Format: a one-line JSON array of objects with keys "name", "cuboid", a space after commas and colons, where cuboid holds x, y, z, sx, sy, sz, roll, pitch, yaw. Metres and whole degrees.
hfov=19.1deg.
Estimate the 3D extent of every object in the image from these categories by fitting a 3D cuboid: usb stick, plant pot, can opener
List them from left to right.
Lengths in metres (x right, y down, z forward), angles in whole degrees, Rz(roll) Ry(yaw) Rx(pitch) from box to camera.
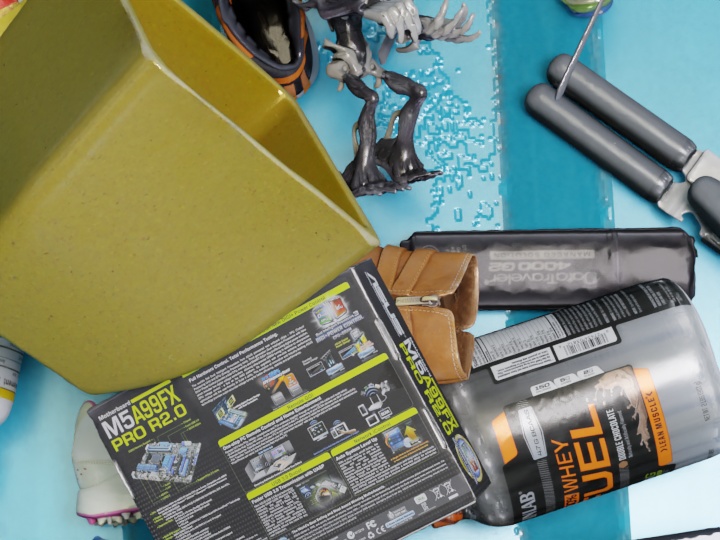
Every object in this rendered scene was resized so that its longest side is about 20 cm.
[{"name": "plant pot", "cuboid": [-0.145, -0.045, 1.280, 0.200, 0.194, 0.195, -45, 125, 11]}, {"name": "usb stick", "cuboid": [0.126, -0.001, 1.430, 0.200, 0.033, 0.055, -1, 88, -1]}, {"name": "can opener", "cuboid": [0.202, -0.076, 1.428, 0.200, 0.066, 0.053, 36, 79, 10]}]

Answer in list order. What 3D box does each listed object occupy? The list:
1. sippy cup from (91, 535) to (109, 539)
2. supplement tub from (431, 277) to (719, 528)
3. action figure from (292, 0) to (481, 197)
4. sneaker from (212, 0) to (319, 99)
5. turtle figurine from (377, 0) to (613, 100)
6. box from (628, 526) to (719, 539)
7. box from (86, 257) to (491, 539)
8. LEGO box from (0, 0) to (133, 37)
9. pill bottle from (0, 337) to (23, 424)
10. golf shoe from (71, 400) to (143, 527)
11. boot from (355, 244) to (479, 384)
[{"name": "sippy cup", "cuboid": [-0.166, 0.245, 1.347, 0.140, 0.178, 0.130, 17, 64, 46]}, {"name": "supplement tub", "cuboid": [0.126, 0.089, 1.370, 0.200, 0.123, 0.123, -18, 82, -3]}, {"name": "action figure", "cuboid": [0.016, -0.151, 1.357, 0.102, 0.119, 0.200, -3, 99, 36]}, {"name": "sneaker", "cuboid": [-0.076, -0.214, 1.420, 0.078, 0.112, 0.200, -24, 82, -4]}, {"name": "turtle figurine", "cuboid": [0.113, -0.226, 1.380, 0.200, 0.144, 0.194, -24, 124, -17]}, {"name": "box", "cuboid": [0.155, 0.248, 1.353, 0.200, 0.107, 0.149, -8, 82, -2]}, {"name": "box", "cuboid": [-0.044, 0.108, 1.305, 0.200, 0.044, 0.160, -29, 89, 17]}, {"name": "LEGO box", "cuboid": [-0.241, -0.147, 1.390, 0.200, 0.149, 0.077, -28, 83, -4]}, {"name": "pill bottle", "cuboid": [-0.272, 0.037, 1.380, 0.112, 0.112, 0.200, 11, 81, 1]}, {"name": "golf shoe", "cuboid": [-0.094, 0.107, 1.392, 0.200, 0.075, 0.092, -12, 78, -3]}, {"name": "boot", "cuboid": [0.000, 0.000, 1.372, 0.155, 0.074, 0.200, -11, 64, 20]}]
